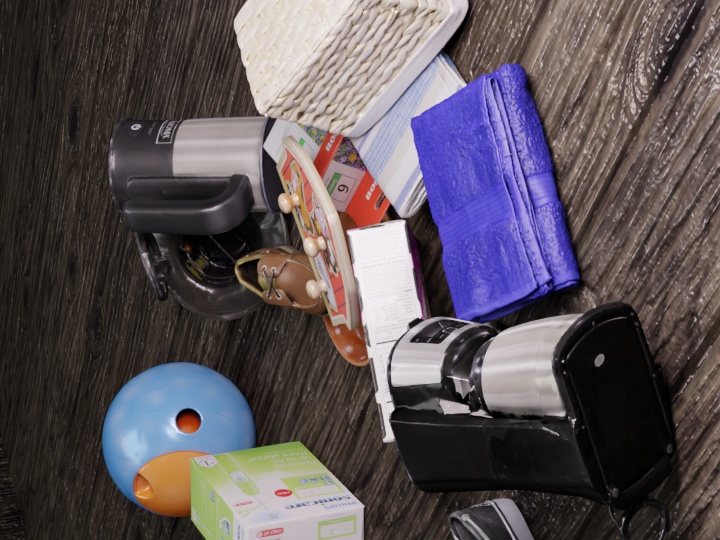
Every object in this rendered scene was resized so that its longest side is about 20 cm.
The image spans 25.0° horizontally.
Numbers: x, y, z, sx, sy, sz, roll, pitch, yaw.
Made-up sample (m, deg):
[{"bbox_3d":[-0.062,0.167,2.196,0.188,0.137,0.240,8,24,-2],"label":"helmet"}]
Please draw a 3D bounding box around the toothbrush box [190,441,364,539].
[{"bbox_3d":[-0.100,0.282,1.890,0.200,0.145,0.086,-142,50,-60],"label":"toothbrush box"}]

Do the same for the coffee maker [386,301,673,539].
[{"bbox_3d":[0.127,0.127,1.261,0.200,0.134,0.193,-7,83,49],"label":"coffee maker"}]

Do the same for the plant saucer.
[{"bbox_3d":[0.000,0.000,1.717,0.200,0.032,0.201,173,90,-67],"label":"plant saucer"}]

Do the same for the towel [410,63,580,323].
[{"bbox_3d":[0.106,-0.061,1.386,0.147,0.049,0.201,-27,72,49],"label":"towel"}]

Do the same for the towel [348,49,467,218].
[{"bbox_3d":[0.037,-0.163,1.541,0.147,0.024,0.200,-60,41,29],"label":"towel"}]

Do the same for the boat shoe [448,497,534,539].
[{"bbox_3d":[0.137,0.285,1.430,0.074,0.068,0.200,107,147,-44],"label":"boat shoe"}]

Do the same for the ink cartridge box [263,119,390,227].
[{"bbox_3d":[-0.023,-0.125,1.663,0.109,0.050,0.200,-61,35,16],"label":"ink cartridge box"}]

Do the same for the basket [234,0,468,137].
[{"bbox_3d":[-0.015,-0.236,1.499,0.200,0.123,0.136,-45,51,41],"label":"basket"}]

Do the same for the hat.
[{"bbox_3d":[-0.161,-0.042,2.003,0.081,0.200,0.201,-43,-43,-63],"label":"hat"}]

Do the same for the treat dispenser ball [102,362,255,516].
[{"bbox_3d":[-0.236,0.221,2.119,0.201,0.200,0.202,173,90,-67],"label":"treat dispenser ball"}]

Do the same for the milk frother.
[{"bbox_3d":[-0.181,-0.072,1.894,0.200,0.187,0.181,70,-156,-53],"label":"milk frother"}]

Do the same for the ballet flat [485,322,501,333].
[{"bbox_3d":[0.104,0.082,1.454,0.200,0.071,0.072,-165,70,-66],"label":"ballet flat"}]

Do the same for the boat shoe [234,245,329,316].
[{"bbox_3d":[-0.080,0.014,1.783,0.200,0.068,0.072,-171,77,-67],"label":"boat shoe"}]

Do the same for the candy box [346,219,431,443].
[{"bbox_3d":[0.039,0.061,1.541,0.136,0.061,0.201,42,-142,-82],"label":"candy box"}]

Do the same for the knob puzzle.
[{"bbox_3d":[-0.047,-0.034,1.572,0.220,0.030,0.221,161,90,-80],"label":"knob puzzle"}]
